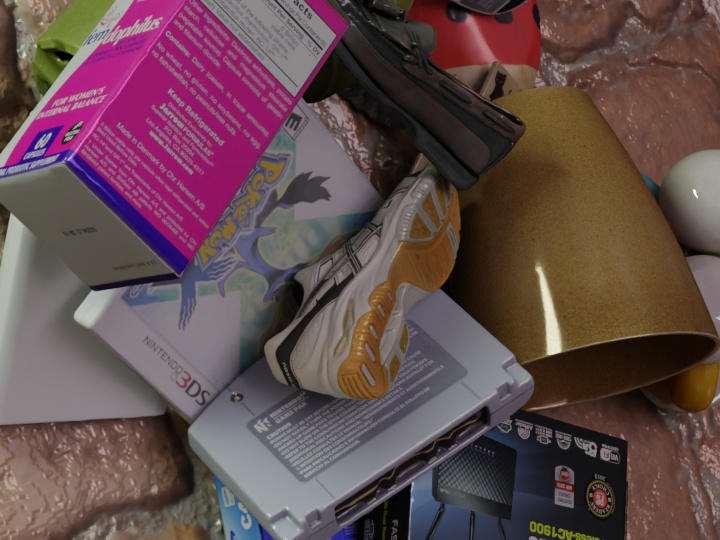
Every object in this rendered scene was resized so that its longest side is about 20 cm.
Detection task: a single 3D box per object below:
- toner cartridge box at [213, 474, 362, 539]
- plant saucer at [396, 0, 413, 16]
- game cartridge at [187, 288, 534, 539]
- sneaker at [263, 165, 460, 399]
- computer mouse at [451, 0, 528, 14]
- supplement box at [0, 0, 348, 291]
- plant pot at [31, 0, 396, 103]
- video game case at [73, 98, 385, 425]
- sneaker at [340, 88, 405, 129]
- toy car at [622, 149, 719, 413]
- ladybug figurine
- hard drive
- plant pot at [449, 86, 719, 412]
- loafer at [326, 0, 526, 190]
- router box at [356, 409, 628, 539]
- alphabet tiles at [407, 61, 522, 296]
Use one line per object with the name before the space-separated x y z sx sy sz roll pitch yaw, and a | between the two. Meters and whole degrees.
toner cartridge box | -0.003 0.156 1.523 0.200 0.043 0.095 -4 77 -38
plant saucer | -0.046 -0.237 1.520 0.031 0.200 0.200 -41 101 -29
game cartridge | -0.004 0.088 1.442 0.200 0.040 0.133 -32 54 -19
sneaker | 0.000 0.000 1.450 0.200 0.088 0.076 -59 138 -42
computer mouse | 0.046 -0.246 1.587 0.200 0.110 0.044 26 43 -33
supplement box | -0.112 -0.098 1.303 0.103 0.101 0.200 46 60 -24
plant pot | -0.108 -0.153 1.470 0.190 0.200 0.200 -42 102 -25
video game case | -0.075 -0.004 1.432 0.200 0.022 0.182 -54 142 -10
sneaker | 0.002 -0.197 1.619 0.082 0.075 0.200 -39 99 -37
toy car | 0.224 0.006 1.689 0.150 0.175 0.200 8 67 5
ladybug figurine | 0.082 -0.200 1.683 0.136 0.072 0.200 -5 78 -37
hard drive | -0.163 -0.001 1.390 0.132 0.027 0.200 -1 113 -37
plant pot | 0.139 -0.021 1.554 0.186 0.186 0.200 0 71 -37
loafer | 0.033 -0.133 1.416 0.200 0.063 0.072 46 15 -38
router box | 0.092 0.172 1.521 0.200 0.062 0.150 17 67 -33
alphabet tiles | 0.086 -0.043 1.626 0.166 0.006 0.200 42 64 -43
